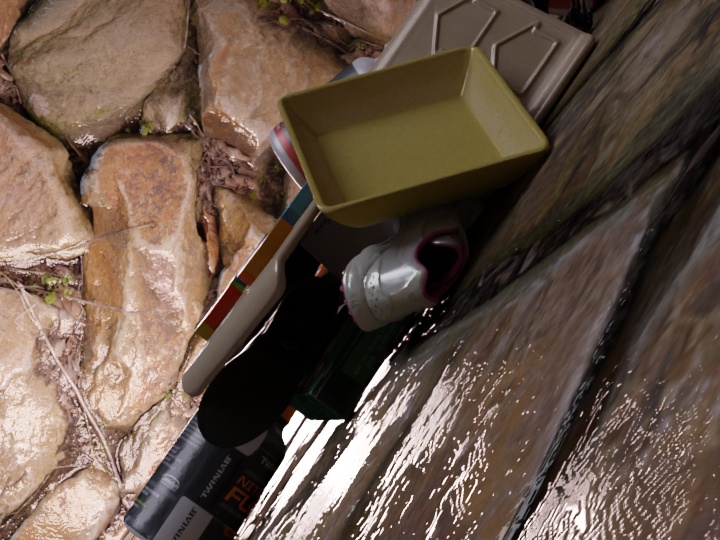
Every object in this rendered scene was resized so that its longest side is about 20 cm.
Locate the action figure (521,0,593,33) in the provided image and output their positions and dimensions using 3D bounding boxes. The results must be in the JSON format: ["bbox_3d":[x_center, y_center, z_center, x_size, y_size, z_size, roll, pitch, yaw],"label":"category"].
[{"bbox_3d":[0.158,-0.242,1.261,0.200,0.118,0.103,-27,36,59],"label":"action figure"}]

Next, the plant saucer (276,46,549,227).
[{"bbox_3d":[0.041,-0.111,1.053,0.201,0.197,0.049,-113,10,-52],"label":"plant saucer"}]

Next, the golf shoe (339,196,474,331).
[{"bbox_3d":[0.064,-0.020,1.025,0.091,0.076,0.200,-10,30,39],"label":"golf shoe"}]

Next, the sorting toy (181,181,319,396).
[{"bbox_3d":[-0.093,-0.002,1.108,0.185,0.036,0.201,-49,12,38],"label":"sorting toy"}]

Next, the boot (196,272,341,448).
[{"bbox_3d":[-0.074,0.080,1.169,0.201,0.069,0.174,-51,0,-1],"label":"boot"}]

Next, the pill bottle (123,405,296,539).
[{"bbox_3d":[-0.146,0.203,1.239,0.201,0.106,0.106,-56,5,-12],"label":"pill bottle"}]

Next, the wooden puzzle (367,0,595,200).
[{"bbox_3d":[0.103,-0.179,1.162,0.186,0.199,0.046,-55,-32,-4],"label":"wooden puzzle"}]

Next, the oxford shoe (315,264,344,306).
[{"bbox_3d":[0.000,0.000,1.319,0.201,0.072,0.072,-53,-6,-36],"label":"oxford shoe"}]

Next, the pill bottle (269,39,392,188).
[{"bbox_3d":[-0.002,-0.180,1.443,0.199,0.116,0.116,-38,8,9],"label":"pill bottle"}]

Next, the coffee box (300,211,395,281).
[{"bbox_3d":[0.029,-0.059,1.205,0.115,0.080,0.200,-52,-7,18],"label":"coffee box"}]

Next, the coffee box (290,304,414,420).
[{"bbox_3d":[-0.015,0.082,1.145,0.124,0.044,0.200,-56,5,-14],"label":"coffee box"}]

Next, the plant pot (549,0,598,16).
[{"bbox_3d":[0.213,-0.379,1.260,0.179,0.199,0.200,-64,6,-6],"label":"plant pot"}]

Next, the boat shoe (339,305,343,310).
[{"bbox_3d":[-0.051,0.038,1.431,0.198,0.068,0.057,-20,-14,29],"label":"boat shoe"}]

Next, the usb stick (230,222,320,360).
[{"bbox_3d":[-0.089,0.037,1.261,0.202,0.055,0.033,-65,27,26],"label":"usb stick"}]
